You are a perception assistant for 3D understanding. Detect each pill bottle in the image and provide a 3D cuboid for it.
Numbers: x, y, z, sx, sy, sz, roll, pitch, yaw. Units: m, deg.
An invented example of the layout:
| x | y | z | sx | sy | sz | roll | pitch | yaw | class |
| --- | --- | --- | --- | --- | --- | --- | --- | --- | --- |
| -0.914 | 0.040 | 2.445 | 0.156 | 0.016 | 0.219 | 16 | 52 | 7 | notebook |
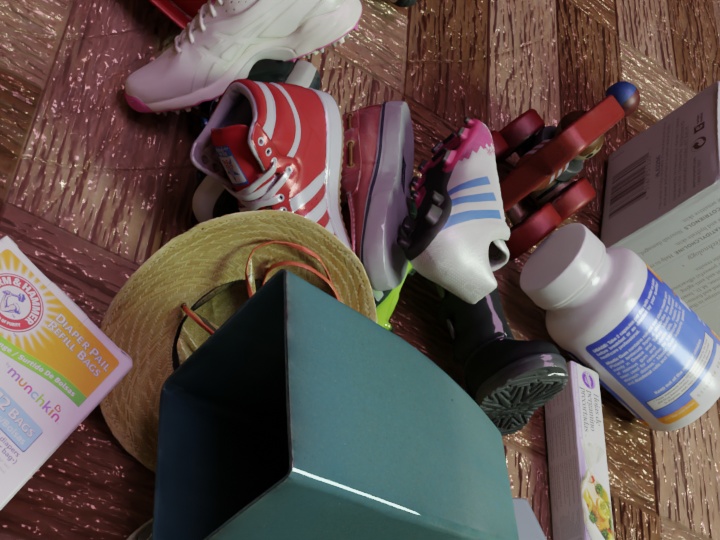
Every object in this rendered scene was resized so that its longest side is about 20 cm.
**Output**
| x | y | z | sx | sy | sz | roll | pitch | yaw | class |
| --- | --- | --- | --- | --- | --- | --- | --- | --- | --- |
| 0.246 | 0.050 | 1.096 | 0.200 | 0.112 | 0.113 | 42 | 43 | -18 | pill bottle |

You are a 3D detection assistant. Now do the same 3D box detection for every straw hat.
| x | y | z | sx | sy | sz | roll | pitch | yaw | class |
| --- | --- | --- | --- | --- | --- | --- | --- | --- | --- |
| -0.089 | 0.044 | 0.813 | 0.200 | 0.202 | 0.085 | 30 | 7 | -23 | straw hat |

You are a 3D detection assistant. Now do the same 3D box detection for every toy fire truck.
| x | y | z | sx | sy | sz | roll | pitch | yaw | class |
| --- | --- | --- | --- | --- | --- | --- | --- | --- | --- |
| 0.190 | -0.111 | 1.121 | 0.113 | 0.168 | 0.200 | 54 | 42 | 2 | toy fire truck |

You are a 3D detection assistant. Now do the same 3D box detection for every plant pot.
| x | y | z | sx | sy | sz | roll | pitch | yaw | class |
| --- | --- | --- | --- | --- | --- | --- | --- | --- | --- |
| -0.005 | 0.125 | 0.723 | 0.199 | 0.141 | 0.142 | 25 | 41 | -30 | plant pot |

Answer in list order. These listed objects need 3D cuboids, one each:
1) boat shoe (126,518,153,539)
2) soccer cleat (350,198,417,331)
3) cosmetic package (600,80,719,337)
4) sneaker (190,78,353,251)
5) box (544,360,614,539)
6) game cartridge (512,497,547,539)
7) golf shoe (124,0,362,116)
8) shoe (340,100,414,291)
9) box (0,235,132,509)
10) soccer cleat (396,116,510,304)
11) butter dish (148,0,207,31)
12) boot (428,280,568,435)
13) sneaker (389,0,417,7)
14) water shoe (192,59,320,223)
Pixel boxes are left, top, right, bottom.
| x | y | z | sx | sy | sz | roll | pitch | yaw | class |
| --- | --- | --- | --- | --- | --- | --- | --- | --- | --- |
| -0.062 | 0.177 | 0.780 | 0.200 | 0.060 | 0.073 | 2 | 62 | -41 | boat shoe |
| 0.000 | 0.000 | 0.956 | 0.081 | 0.068 | 0.201 | 28 | 46 | -8 | soccer cleat |
| 0.389 | -0.056 | 1.265 | 0.199 | 0.166 | 0.168 | 35 | 45 | -21 | cosmetic package |
| -0.064 | -0.041 | 0.847 | 0.112 | 0.071 | 0.202 | 7 | 75 | -49 | sneaker |
| 0.191 | 0.178 | 1.023 | 0.038 | 0.041 | 0.202 | 25 | 48 | -28 | box |
| 0.086 | 0.250 | 0.885 | 0.199 | 0.040 | 0.134 | -13 | 69 | -46 | game cartridge |
| -0.101 | -0.192 | 0.905 | 0.076 | 0.199 | 0.092 | -114 | 179 | -55 | golf shoe |
| -0.009 | -0.059 | 0.938 | 0.201 | 0.090 | 0.072 | -83 | 162 | -44 | shoe |
| -0.239 | 0.091 | 0.648 | 0.113 | 0.101 | 0.200 | 47 | 42 | -7 | box |
| 0.084 | -0.046 | 0.930 | 0.086 | 0.070 | 0.201 | 40 | 35 | -13 | soccer cleat |
| -0.119 | -0.313 | 0.985 | 0.200 | 0.148 | 0.200 | 41 | 44 | -4 | butter dish |
| 0.103 | 0.020 | 0.966 | 0.065 | 0.165 | 0.202 | -4 | 66 | -14 | boot |
| -0.005 | -0.348 | 1.191 | 0.080 | 0.074 | 0.201 | -22 | 74 | -32 | sneaker |
| -0.102 | -0.109 | 0.948 | 0.078 | 0.072 | 0.201 | 23 | 45 | 8 | water shoe |
